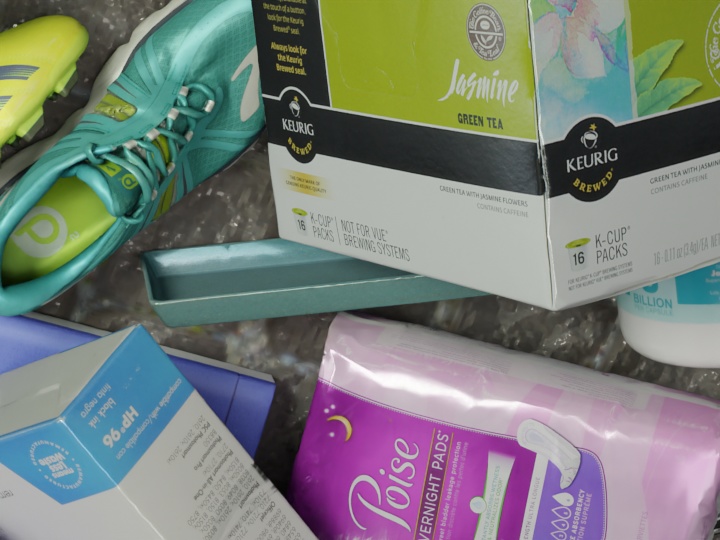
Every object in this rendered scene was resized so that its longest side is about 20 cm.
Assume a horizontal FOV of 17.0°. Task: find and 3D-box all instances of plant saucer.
[{"bbox_3d":[0.000,0.000,1.113,0.200,0.070,0.019,-5,110,-8],"label":"plant saucer"}]

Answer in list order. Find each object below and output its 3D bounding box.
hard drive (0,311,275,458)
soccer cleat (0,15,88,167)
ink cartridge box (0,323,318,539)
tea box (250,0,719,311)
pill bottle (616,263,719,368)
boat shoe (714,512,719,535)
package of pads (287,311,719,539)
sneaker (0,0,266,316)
[{"bbox_3d":[-0.154,0.087,1.132,0.200,0.025,0.132,15,101,-13],"label":"hard drive"},{"bbox_3d":[-0.211,-0.059,1.067,0.200,0.065,0.084,-37,100,1],"label":"soccer cleat"},{"bbox_3d":[-0.087,0.130,1.075,0.200,0.116,0.068,52,49,-17],"label":"ink cartridge box"},{"bbox_3d":[0.059,-0.106,1.011,0.134,0.200,0.197,-17,109,-32],"label":"tea box"},{"bbox_3d":[0.164,-0.064,1.102,0.111,0.111,0.200,-9,104,-7],"label":"pill bottle"},{"bbox_3d":[0.226,0.097,1.172,0.200,0.072,0.071,-23,102,-5],"label":"boat shoe"},{"bbox_3d":[0.070,0.099,1.105,0.200,0.076,0.121,14,104,11],"label":"package of pads"},{"bbox_3d":[-0.099,-0.050,1.079,0.200,0.080,0.078,-45,106,3],"label":"sneaker"}]
